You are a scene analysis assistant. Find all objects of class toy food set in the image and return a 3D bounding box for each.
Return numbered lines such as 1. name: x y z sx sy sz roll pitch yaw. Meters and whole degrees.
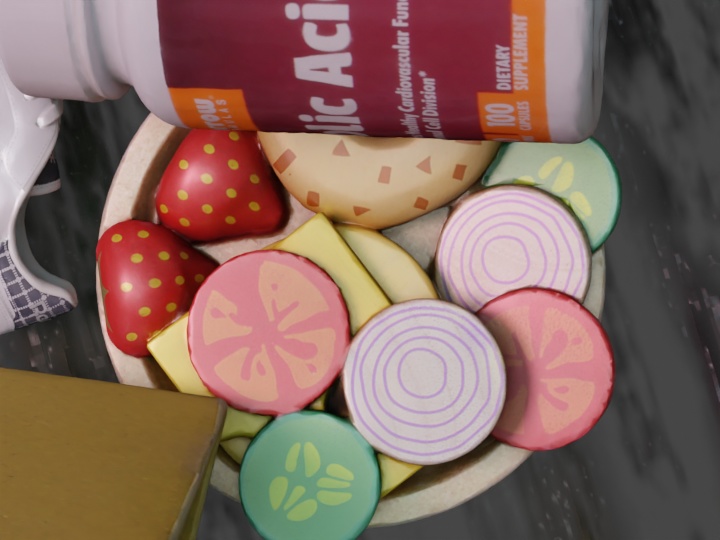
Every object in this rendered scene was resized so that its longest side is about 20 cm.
1. toy food set: 0.000 0.000 0.852 0.200 0.049 0.198 -38 88 0

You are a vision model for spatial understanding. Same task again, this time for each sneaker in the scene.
1. sneaker: -0.150 -0.076 0.849 0.080 0.076 0.201 -3 99 3

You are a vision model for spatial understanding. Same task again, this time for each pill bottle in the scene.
1. pill bottle: -0.017 -0.103 0.776 0.199 0.114 0.115 3 88 9

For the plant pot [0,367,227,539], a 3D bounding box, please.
1. plant pot: -0.170 0.134 0.757 0.199 0.196 0.195 15 105 1
